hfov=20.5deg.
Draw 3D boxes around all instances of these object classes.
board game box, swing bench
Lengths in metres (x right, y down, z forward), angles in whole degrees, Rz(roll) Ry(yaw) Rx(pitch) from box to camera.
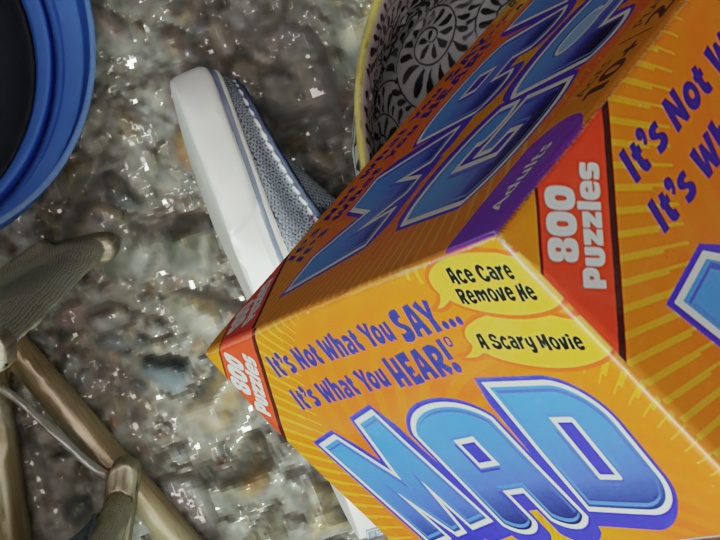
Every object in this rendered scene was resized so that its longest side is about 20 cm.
[{"bbox_3d":[0.116,0.010,0.592,0.200,0.200,0.200,45,66,-11],"label":"board game box"},{"bbox_3d":[-0.131,0.107,0.749,0.129,0.199,0.200,-22,98,8],"label":"swing bench"}]

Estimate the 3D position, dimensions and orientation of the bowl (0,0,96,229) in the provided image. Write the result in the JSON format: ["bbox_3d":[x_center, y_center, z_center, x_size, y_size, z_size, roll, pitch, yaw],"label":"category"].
[{"bbox_3d":[-0.199,-0.090,0.743,0.200,0.039,0.201,8,69,-22],"label":"bowl"}]

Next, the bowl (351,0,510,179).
[{"bbox_3d":[0.071,-0.039,0.744,0.200,0.094,0.201,5,78,-23],"label":"bowl"}]

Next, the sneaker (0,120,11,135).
[{"bbox_3d":[-0.230,-0.046,0.780,0.200,0.079,0.074,4,102,-13],"label":"sneaker"}]

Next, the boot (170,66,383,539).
[{"bbox_3d":[0.000,0.000,0.794,0.090,0.073,0.200,-25,100,-6],"label":"boot"}]
